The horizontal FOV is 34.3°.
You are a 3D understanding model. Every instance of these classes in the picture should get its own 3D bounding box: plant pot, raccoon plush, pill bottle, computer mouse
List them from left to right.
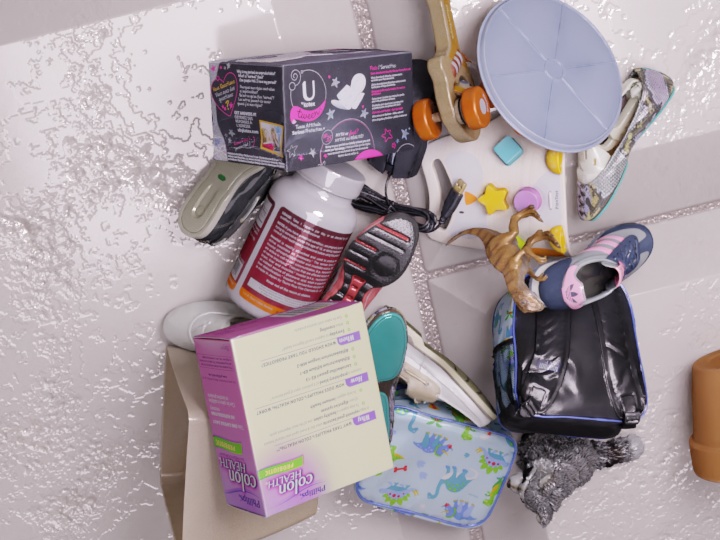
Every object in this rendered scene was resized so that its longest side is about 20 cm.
[{"bbox_3d":[-0.148,0.221,1.460,0.176,0.200,0.201,-1,110,-18],"label":"plant pot"},{"bbox_3d":[-0.074,-0.040,1.403,0.112,0.113,0.201,24,107,-13],"label":"pill bottle"},{"bbox_3d":[0.069,-0.141,1.392,0.140,0.046,0.201,27,106,10],"label":"computer mouse"},{"bbox_3d":[0.288,0.259,1.533,0.199,0.134,0.097,-18,110,1],"label":"raccoon plush"},{"bbox_3d":[0.512,0.174,1.504,0.199,0.200,0.141,-16,95,1],"label":"plant pot"}]

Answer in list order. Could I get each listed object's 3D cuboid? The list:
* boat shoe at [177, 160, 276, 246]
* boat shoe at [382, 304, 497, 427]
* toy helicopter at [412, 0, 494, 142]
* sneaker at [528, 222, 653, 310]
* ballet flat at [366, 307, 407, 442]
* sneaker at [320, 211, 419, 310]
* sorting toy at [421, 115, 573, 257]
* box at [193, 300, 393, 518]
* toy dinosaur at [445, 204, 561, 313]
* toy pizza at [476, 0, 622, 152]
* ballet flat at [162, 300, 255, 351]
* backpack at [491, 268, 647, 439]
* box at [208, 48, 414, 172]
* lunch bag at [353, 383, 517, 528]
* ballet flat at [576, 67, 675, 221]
[{"bbox_3d":[-0.136,-0.115,1.407,0.200,0.072,0.068,-50,145,5],"label":"boat shoe"},{"bbox_3d":[0.084,0.135,1.486,0.200,0.075,0.068,42,94,7],"label":"boat shoe"},{"bbox_3d":[0.108,-0.247,1.340,0.078,0.132,0.201,-10,93,28],"label":"toy helicopter"},{"bbox_3d":[0.295,-0.001,1.380,0.199,0.082,0.071,-27,109,-30],"label":"sneaker"},{"bbox_3d":[0.012,0.130,1.428,0.072,0.072,0.202,5,110,-7],"label":"ballet flat"},{"bbox_3d":[0.000,0.000,1.437,0.074,0.087,0.200,32,112,-11],"label":"sneaker"},{"bbox_3d":[0.165,-0.096,1.429,0.179,0.107,0.201,-1,111,15],"label":"sorting toy"},{"bbox_3d":[-0.075,0.151,1.324,0.175,0.096,0.201,-15,97,-33],"label":"box"},{"bbox_3d":[0.167,-0.030,1.361,0.106,0.200,0.060,-36,126,3],"label":"toy dinosaur"},{"bbox_3d":[0.217,-0.227,1.357,0.199,0.032,0.201,9,69,-23],"label":"toy pizza"},{"bbox_3d":[-0.148,0.081,1.465,0.199,0.069,0.070,9,109,-8],"label":"ballet flat"},{"bbox_3d":[0.248,0.105,1.456,0.182,0.147,0.201,5,68,-13],"label":"backpack"},{"bbox_3d":[-0.052,-0.184,1.292,0.199,0.132,0.115,-14,110,-43],"label":"box"},{"bbox_3d":[0.092,0.249,1.540,0.199,0.083,0.162,16,107,-11],"label":"lunch bag"},{"bbox_3d":[0.303,-0.159,1.419,0.072,0.072,0.201,28,99,-14],"label":"ballet flat"}]
